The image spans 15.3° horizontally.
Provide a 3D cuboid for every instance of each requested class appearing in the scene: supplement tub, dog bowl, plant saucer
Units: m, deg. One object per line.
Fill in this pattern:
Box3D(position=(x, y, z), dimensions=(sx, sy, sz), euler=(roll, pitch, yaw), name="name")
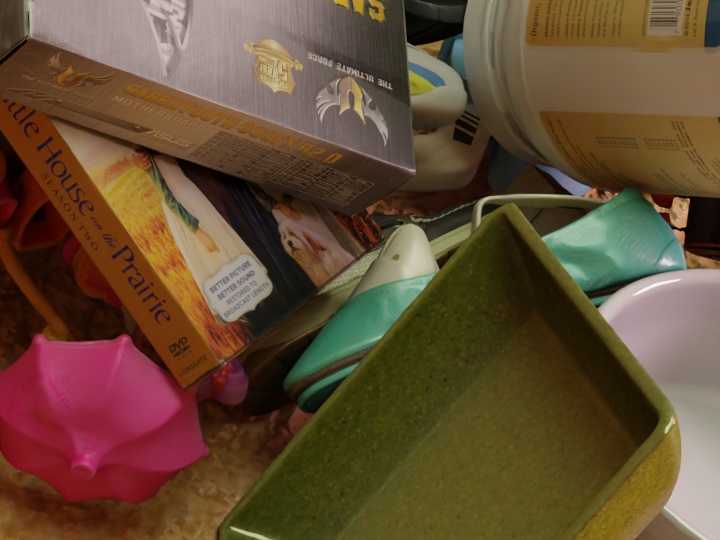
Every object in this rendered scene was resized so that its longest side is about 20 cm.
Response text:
Box3D(position=(0.158, -0.106, 1.242), dimensions=(0.144, 0.145, 0.200), euler=(-19, 16, -38), name="supplement tub")
Box3D(position=(0.175, 0.095, 1.165), dimensions=(0.199, 0.079, 0.200), euler=(14, 38, -11), name="dog bowl")
Box3D(position=(0.042, 0.096, 1.092), dimensions=(0.048, 0.200, 0.200), euler=(35, 11, -29), name="plant saucer")

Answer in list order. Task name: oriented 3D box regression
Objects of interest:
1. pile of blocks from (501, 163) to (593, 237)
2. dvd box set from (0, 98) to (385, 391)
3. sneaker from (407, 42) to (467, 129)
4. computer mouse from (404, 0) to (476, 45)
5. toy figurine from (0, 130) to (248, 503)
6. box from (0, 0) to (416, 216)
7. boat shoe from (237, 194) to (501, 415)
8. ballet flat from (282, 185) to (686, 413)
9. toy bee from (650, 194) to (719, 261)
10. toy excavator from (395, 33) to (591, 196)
Box3D(position=(0.139, 0.032, 1.309), dimensions=(0.200, 0.062, 0.082), euler=(40, 12, -5), name="pile of blocks")
Box3D(position=(-0.086, -0.063, 1.155), dimensions=(0.200, 0.029, 0.146), euler=(56, 38, -2), name="dvd box set")
Box3D(position=(-0.034, -0.139, 1.258), dimensions=(0.199, 0.076, 0.105), euler=(19, 81, -10), name="sneaker")
Box3D(position=(0.000, -0.166, 1.367), dimensions=(0.200, 0.046, 0.140), euler=(31, 34, 25), name="computer mouse")
Box3D(position=(-0.115, 0.015, 1.183), dimensions=(0.199, 0.150, 0.184), euler=(-10, 61, -38), name="toy figurine")
Box3D(position=(-0.070, -0.126, 1.141), dimensions=(0.199, 0.048, 0.159), euler=(18, 55, -34), name="box")
Box3D(position=(0.000, 0.000, 1.282), dimensions=(0.200, 0.073, 0.065), euler=(-26, 65, -42), name="boat shoe")
Box3D(position=(0.050, 0.006, 1.220), dimensions=(0.199, 0.067, 0.071), euler=(-16, 74, -14), name="ballet flat")
Box3D(position=(0.200, -0.016, 1.313), dimensions=(0.108, 0.200, 0.131), euler=(10, 61, -17), name="toy bee")
Box3D(position=(0.066, -0.080, 1.366), dimensions=(0.194, 0.100, 0.200), euler=(19, 35, -5), name="toy excavator")
